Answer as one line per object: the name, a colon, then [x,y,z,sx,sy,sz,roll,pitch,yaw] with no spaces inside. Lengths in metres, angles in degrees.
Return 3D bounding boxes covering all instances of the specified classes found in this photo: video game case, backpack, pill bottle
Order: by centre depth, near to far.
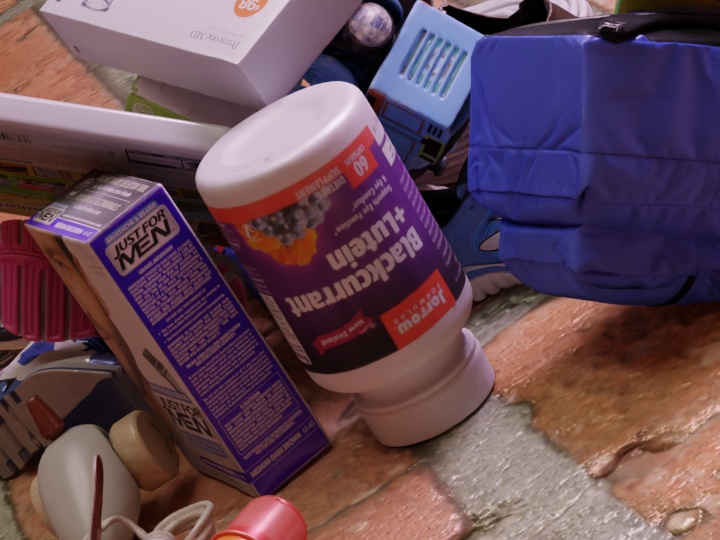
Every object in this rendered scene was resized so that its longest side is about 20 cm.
backpack: [0.177,-0.065,1.523,0.199,0.168,0.162,-2,10,-25]
pill bottle: [-0.003,0.000,1.553,0.111,0.200,0.111,-26,21,11]
video game case: [-0.170,-0.064,1.670,0.199,0.182,0.023,8,73,5]

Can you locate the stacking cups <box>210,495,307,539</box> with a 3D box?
stacking cups: [-0.095,0.194,1.438,0.060,0.061,0.200,-15,24,36]

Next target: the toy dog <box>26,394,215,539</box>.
toy dog: [-0.174,0.140,1.600,0.132,0.096,0.200,-43,20,-1]

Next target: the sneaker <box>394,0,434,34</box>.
sneaker: [0.004,-0.108,1.828,0.200,0.071,0.099,-60,28,27]

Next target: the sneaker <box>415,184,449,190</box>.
sneaker: [0.000,0.000,1.748,0.076,0.105,0.200,-7,1,41]

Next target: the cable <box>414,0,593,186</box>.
cable: [0.084,-0.132,1.930,0.200,0.069,0.200,-23,23,20]

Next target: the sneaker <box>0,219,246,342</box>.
sneaker: [-0.165,0.011,1.782,0.199,0.082,0.088,12,8,10]

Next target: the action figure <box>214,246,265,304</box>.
action figure: [-0.082,-0.012,1.913,0.065,0.052,0.200,-41,21,-14]

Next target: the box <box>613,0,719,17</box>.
box: [0.209,-0.168,1.535,0.117,0.049,0.200,8,-8,4]

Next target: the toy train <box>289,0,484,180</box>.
toy train: [0.014,-0.110,1.694,0.087,0.114,0.200,-60,-1,-19]

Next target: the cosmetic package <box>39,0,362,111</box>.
cosmetic package: [-0.085,-0.184,1.651,0.200,0.052,0.151,18,66,44]

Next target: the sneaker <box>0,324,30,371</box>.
sneaker: [-0.195,0.032,1.935,0.199,0.075,0.081,-5,49,25]

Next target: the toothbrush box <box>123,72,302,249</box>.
toothbrush box: [-0.098,-0.111,1.783,0.146,0.086,0.200,-61,0,-27]

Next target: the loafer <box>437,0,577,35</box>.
loafer: [0.129,-0.143,1.784,0.199,0.071,0.073,-1,36,-21]

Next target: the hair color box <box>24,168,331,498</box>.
hair color box: [-0.111,0.038,1.613,0.065,0.200,0.109,-38,22,-18]

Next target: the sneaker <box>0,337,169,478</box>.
sneaker: [-0.193,0.072,1.819,0.199,0.081,0.115,-13,29,43]

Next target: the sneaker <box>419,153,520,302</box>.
sneaker: [0.103,-0.039,1.658,0.200,0.089,0.079,-17,26,33]
